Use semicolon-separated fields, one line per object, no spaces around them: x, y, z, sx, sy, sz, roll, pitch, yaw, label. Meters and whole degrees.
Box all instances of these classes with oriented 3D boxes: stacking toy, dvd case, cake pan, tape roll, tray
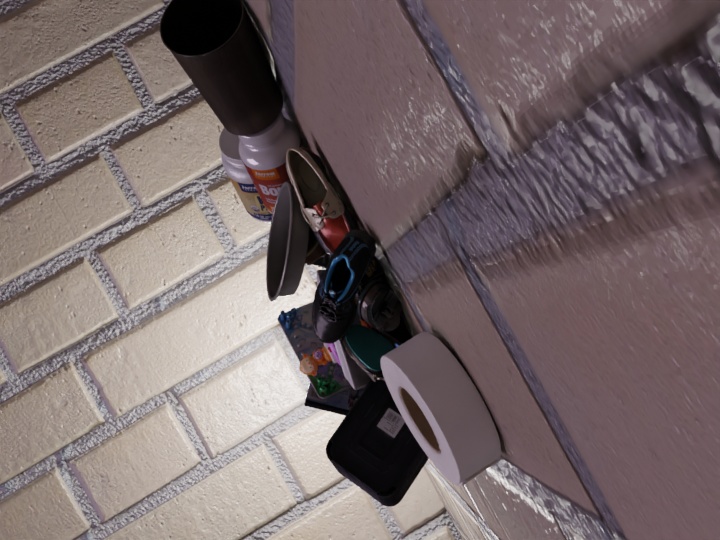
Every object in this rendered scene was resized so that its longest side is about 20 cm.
-0.027;0.134;1.615;0.117;0.198;0.110;60;175;12;stacking toy
-0.017;0.188;1.675;0.018;0.141;0.202;102;-178;-52;dvd case
-0.122;-0.046;1.461;0.200;0.036;0.203;-173;90;-75;cake pan
0.108;0.188;1.188;0.203;0.070;0.203;56;166;21;tape roll
-0.027;0.095;1.435;0.107;0.022;0.203;-5;-104;-68;tray

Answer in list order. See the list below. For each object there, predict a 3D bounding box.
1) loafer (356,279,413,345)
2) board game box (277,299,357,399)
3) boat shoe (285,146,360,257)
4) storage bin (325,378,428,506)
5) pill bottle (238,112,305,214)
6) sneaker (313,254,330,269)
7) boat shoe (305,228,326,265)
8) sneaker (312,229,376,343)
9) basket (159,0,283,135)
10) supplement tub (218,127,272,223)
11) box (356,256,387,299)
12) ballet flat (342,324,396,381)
0.048;0.073;1.391;0.063;0.072;0.200;32;169;22;loafer
-0.033;0.127;1.689;0.201;0.198;0.026;58;156;29;board game box
-0.061;-0.103;1.360;0.202;0.071;0.062;65;-166;14;boat shoe
0.051;0.263;1.418;0.134;0.201;0.094;31;164;20;storage bin
-0.148;-0.195;1.526;0.113;0.111;0.201;56;174;38;pill bottle
-0.077;-0.035;1.819;0.076;0.087;0.201;53;171;53;sneaker
-0.070;-0.061;1.564;0.068;0.072;0.201;51;-159;-19;boat shoe
-0.040;0.034;1.317;0.072;0.082;0.202;24;122;11;sneaker
-0.208;-0.322;1.376;0.181;0.135;0.201;61;180;40;basket
-0.194;-0.206;1.746;0.145;0.143;0.201;57;174;35;supplement tub
0.000;0.000;1.483;0.160;0.046;0.201;59;174;30;box
0.052;0.158;1.366;0.199;0.068;0.076;27;144;29;ballet flat
